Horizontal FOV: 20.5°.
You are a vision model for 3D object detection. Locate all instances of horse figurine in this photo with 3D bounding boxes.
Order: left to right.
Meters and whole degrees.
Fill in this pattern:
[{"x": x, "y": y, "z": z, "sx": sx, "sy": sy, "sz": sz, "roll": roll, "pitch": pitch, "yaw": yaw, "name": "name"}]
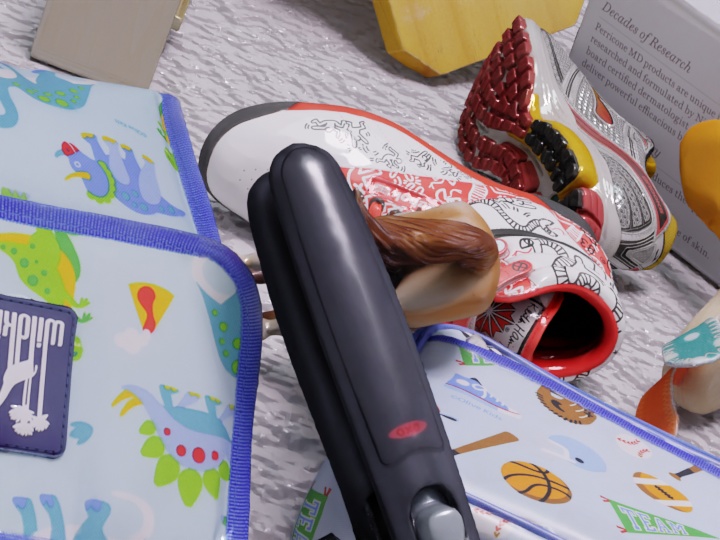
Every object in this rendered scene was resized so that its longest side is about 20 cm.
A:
[{"x": 0.000, "y": 0.000, "z": 0.751, "sx": 0.132, "sy": 0.050, "sz": 0.200, "roll": -10, "pitch": -2, "yaw": -18, "name": "horse figurine"}]

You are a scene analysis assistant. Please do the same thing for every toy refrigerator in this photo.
[{"x": -0.118, "y": -0.170, "z": 1.075, "sx": 0.070, "sy": 0.076, "sz": 0.200, "roll": 20, "pitch": 24, "yaw": -8, "name": "toy refrigerator"}]

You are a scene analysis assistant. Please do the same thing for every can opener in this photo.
[{"x": 0.006, "y": 0.057, "z": 0.616, "sx": 0.079, "sy": 0.063, "sz": 0.200, "roll": -10, "pitch": 84, "yaw": -30, "name": "can opener"}]

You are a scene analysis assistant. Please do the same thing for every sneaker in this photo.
[{"x": 0.026, "y": -0.012, "z": 0.895, "sx": 0.201, "sy": 0.067, "sz": 0.108, "roll": 19, "pitch": 22, "yaw": -15, "name": "sneaker"}, {"x": 0.110, "y": -0.063, "z": 1.076, "sx": 0.082, "sy": 0.078, "sz": 0.200, "roll": 16, "pitch": 35, "yaw": -25, "name": "sneaker"}]

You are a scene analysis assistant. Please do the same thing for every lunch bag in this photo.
[{"x": -0.132, "y": 0.019, "z": 0.646, "sx": 0.170, "sy": 0.127, "sz": 0.200, "roll": 12, "pitch": 41, "yaw": -30, "name": "lunch bag"}, {"x": 0.078, "y": 0.094, "z": 0.724, "sx": 0.200, "sy": 0.076, "sz": 0.160, "roll": 29, "pitch": 23, "yaw": 9, "name": "lunch bag"}]

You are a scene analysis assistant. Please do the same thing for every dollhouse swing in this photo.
[{"x": 0.021, "y": -0.230, "z": 1.250, "sx": 0.200, "sy": 0.176, "sz": 0.182, "roll": -25, "pitch": 28, "yaw": -39, "name": "dollhouse swing"}]

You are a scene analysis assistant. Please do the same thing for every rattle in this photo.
[{"x": 0.156, "y": -0.004, "z": 0.938, "sx": 0.200, "sy": 0.130, "sz": 0.143, "roll": -29, "pitch": 72, "yaw": -29, "name": "rattle"}]

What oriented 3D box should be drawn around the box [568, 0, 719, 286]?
[{"x": 0.249, "y": -0.088, "z": 1.134, "sx": 0.199, "sy": 0.131, "sz": 0.200, "roll": -12, "pitch": 42, "yaw": -40, "name": "box"}]
